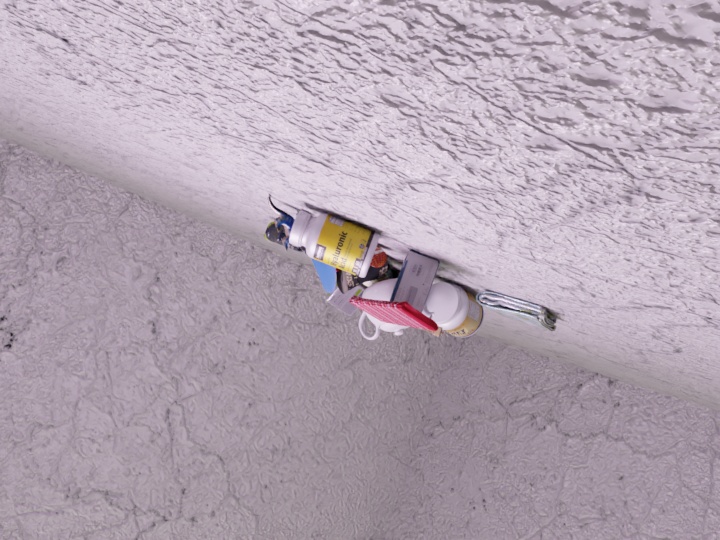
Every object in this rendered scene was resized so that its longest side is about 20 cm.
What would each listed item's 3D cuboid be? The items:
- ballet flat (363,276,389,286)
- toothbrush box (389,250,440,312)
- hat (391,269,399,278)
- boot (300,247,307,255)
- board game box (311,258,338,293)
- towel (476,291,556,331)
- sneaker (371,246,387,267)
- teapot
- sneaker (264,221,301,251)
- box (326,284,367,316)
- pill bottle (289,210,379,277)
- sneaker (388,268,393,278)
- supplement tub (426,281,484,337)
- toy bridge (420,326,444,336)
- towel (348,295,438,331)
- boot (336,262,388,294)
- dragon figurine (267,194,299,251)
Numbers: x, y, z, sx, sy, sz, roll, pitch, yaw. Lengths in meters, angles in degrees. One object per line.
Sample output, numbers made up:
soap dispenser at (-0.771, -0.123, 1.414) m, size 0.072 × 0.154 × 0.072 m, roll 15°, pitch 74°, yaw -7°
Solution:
ballet flat at (0.000, 0.000, 1.700) m, size 0.198 × 0.071 × 0.065 m, roll 30°, pitch -139°, yaw 15°
toothbrush box at (0.135, 0.040, 1.436) m, size 0.084 × 0.149 × 0.200 m, roll 20°, pitch 176°, yaw 3°
hat at (0.118, 0.048, 1.987) m, size 0.198 × 0.082 × 0.201 m, roll 21°, pitch 176°, yaw 1°
boot at (-0.123, -0.058, 1.726) m, size 0.165 × 0.066 × 0.200 m, roll 47°, pitch 172°, yaw -10°
board game box at (-0.095, -0.040, 1.572) m, size 0.038 × 0.202 × 0.159 m, roll -16°, pitch 157°, yaw -23°
towel at (0.442, 0.115, 1.548) m, size 0.198 × 0.049 × 0.171 m, roll 18°, pitch 174°, yaw 36°
sneaker at (-0.023, -0.062, 1.462) m, size 0.198 × 0.074 × 0.077 m, roll 27°, pitch -174°, yaw -22°
teapot at (0.097, 0.119, 1.620) m, size 0.194 × 0.149 × 0.200 m, roll -6°, pitch 162°, yaw -8°
sneaker at (-0.235, -0.108, 1.824) m, size 0.080 × 0.075 × 0.199 m, roll 25°, pitch -174°, yaw 37°
box at (-0.044, 0.036, 1.815) m, size 0.101 × 0.113 × 0.201 m, roll 34°, pitch -158°, yaw -21°
pill bottle at (-0.062, -0.068, 1.289) m, size 0.197 × 0.113 × 0.111 m, roll 21°, pitch 175°, yaw 1°
sneaker at (0.072, 0.006, 1.796) m, size 0.086 × 0.076 × 0.199 m, roll 11°, pitch 170°, yaw 35°
supplement tub at (0.284, 0.120, 1.695) m, size 0.143 × 0.147 × 0.199 m, roll 17°, pitch 174°, yaw 37°
toy bridge at (0.130, 0.135, 1.471) m, size 0.197 × 0.028 × 0.067 m, roll 19°, pitch 178°, yaw 16°
towel at (0.080, 0.104, 1.347) m, size 0.144 × 0.023 × 0.198 m, roll 34°, pitch 161°, yaw -37°
boot at (0.002, -0.035, 1.586) m, size 0.151 × 0.206 × 0.074 m, roll -17°, pitch -136°, yaw -18°
dragon figurine at (-0.164, -0.116, 1.401) m, size 0.059 × 0.098 × 0.203 m, roll -136°, pitch 23°, yaw -71°
